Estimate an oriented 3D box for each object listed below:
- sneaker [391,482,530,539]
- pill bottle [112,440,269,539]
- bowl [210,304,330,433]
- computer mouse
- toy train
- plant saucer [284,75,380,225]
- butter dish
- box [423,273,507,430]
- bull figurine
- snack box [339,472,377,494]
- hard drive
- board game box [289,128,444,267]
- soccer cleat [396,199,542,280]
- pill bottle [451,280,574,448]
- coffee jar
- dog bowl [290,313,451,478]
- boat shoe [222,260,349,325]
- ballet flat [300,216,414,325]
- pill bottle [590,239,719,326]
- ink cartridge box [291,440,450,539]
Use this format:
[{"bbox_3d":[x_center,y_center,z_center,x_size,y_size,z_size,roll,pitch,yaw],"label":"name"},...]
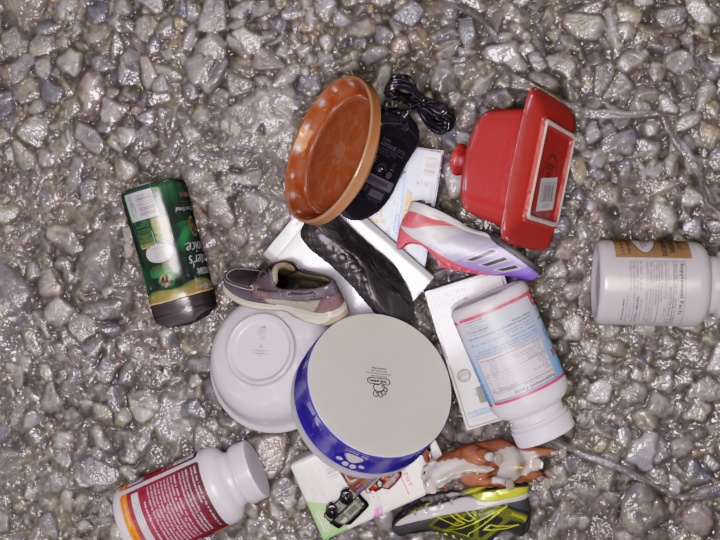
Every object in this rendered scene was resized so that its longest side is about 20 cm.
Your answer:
[{"bbox_3d":[0.143,0.348,1.652,0.199,0.074,0.085,-14,92,5],"label":"sneaker"},{"bbox_3d":[-0.233,0.316,1.659,0.199,0.113,0.114,-25,90,5],"label":"pill bottle"},{"bbox_3d":[-0.123,0.115,1.624,0.199,0.090,0.203,-3,75,12],"label":"bowl"},{"bbox_3d":[0.028,-0.160,1.592,0.201,0.138,0.053,-56,44,7],"label":"computer mouse"},{"bbox_3d":[0.031,0.273,1.609,0.046,0.034,0.200,45,94,-1],"label":"toy train"},{"bbox_3d":[-0.033,-0.154,1.555,0.032,0.200,0.202,19,95,-31],"label":"plant saucer"},{"bbox_3d":[0.189,-0.138,1.592,0.147,0.200,0.201,11,92,26],"label":"butter dish"},{"bbox_3d":[0.168,0.106,1.647,0.116,0.060,0.201,-16,91,4],"label":"box"},{"bbox_3d":[0.177,0.261,1.593,0.199,0.121,0.066,-4,92,-35],"label":"bull figurine"},{"bbox_3d":[-0.028,0.206,1.629,0.072,0.024,0.200,-40,53,4],"label":"snack box"},{"bbox_3d":[-0.016,-0.007,1.632,0.200,0.027,0.132,41,96,0],"label":"hard drive"},{"bbox_3d":[0.004,-0.083,1.660,0.198,0.041,0.202,10,93,3],"label":"board game box"},{"bbox_3d":[0.144,-0.023,1.596,0.199,0.068,0.074,26,88,7],"label":"soccer cleat"},{"bbox_3d":[0.204,0.124,1.561,0.108,0.109,0.201,-23,91,5],"label":"pill bottle"},{"bbox_3d":[-0.262,-0.023,1.652,0.085,0.104,0.201,-14,92,7],"label":"coffee jar"},{"bbox_3d":[0.014,0.160,1.540,0.199,0.079,0.201,8,61,-15],"label":"dog bowl"},{"bbox_3d":[-0.103,0.018,1.591,0.199,0.072,0.065,16,126,35],"label":"boat shoe"},{"bbox_3d":[0.000,0.000,1.600,0.200,0.057,0.066,48,52,-1],"label":"ballet flat"},{"bbox_3d":[0.414,0.018,1.598,0.198,0.114,0.115,2,93,4],"label":"pill bottle"},{"bbox_3d":[0.017,0.276,1.661,0.199,0.067,0.118,-24,91,5],"label":"ink cartridge box"}]
